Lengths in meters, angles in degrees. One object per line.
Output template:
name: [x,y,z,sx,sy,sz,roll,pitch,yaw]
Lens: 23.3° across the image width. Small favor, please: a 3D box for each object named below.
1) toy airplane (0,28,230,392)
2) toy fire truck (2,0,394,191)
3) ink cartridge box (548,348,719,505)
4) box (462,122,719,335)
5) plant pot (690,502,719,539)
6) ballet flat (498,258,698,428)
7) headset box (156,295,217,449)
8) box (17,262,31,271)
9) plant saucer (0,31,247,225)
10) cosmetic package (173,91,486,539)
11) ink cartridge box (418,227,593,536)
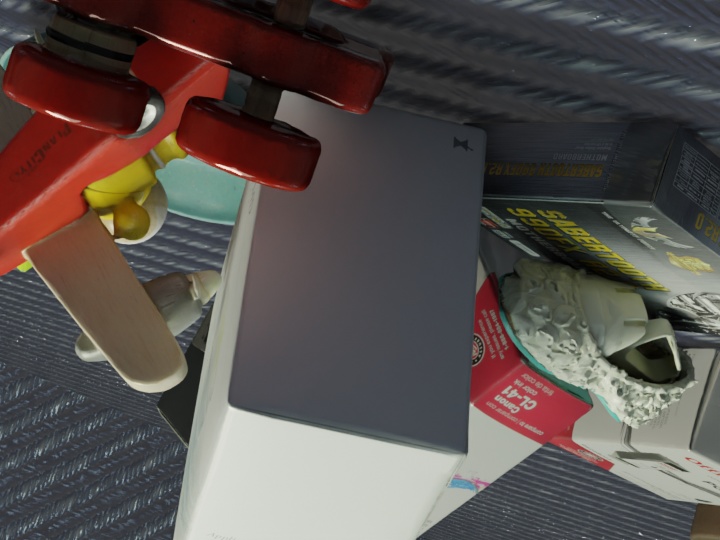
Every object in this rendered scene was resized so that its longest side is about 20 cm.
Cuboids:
toy airplane: [-0.161,-0.037,0.954,0.197,0.202,0.141,2,169,27]
toy fire truck: [-0.079,-0.120,0.833,0.198,0.113,0.168,18,-171,-4]
ink cartridge box: [0.259,0.124,1.358,0.146,0.084,0.200,26,167,-23]
box: [0.166,-0.019,0.982,0.199,0.049,0.158,30,164,-39]
plant pot: [0.435,0.361,1.880,0.198,0.176,0.200,20,167,5]
ballet flat: [0.146,0.036,1.020,0.071,0.072,0.200,11,167,33]
headset box: [-0.044,0.085,1.414,0.199,0.175,0.093,26,-175,-30]
box: [-0.276,-0.071,1.332,0.122,0.048,0.200,53,165,-1]
plant saucer: [-0.129,-0.096,1.088,0.198,0.036,0.200,20,157,8]
cosmetic package: [-0.019,0.048,0.927,0.122,0.201,0.201,13,143,-9]
ink cartridge box: [0.037,0.077,1.149,0.200,0.148,0.085,-38,136,20]
